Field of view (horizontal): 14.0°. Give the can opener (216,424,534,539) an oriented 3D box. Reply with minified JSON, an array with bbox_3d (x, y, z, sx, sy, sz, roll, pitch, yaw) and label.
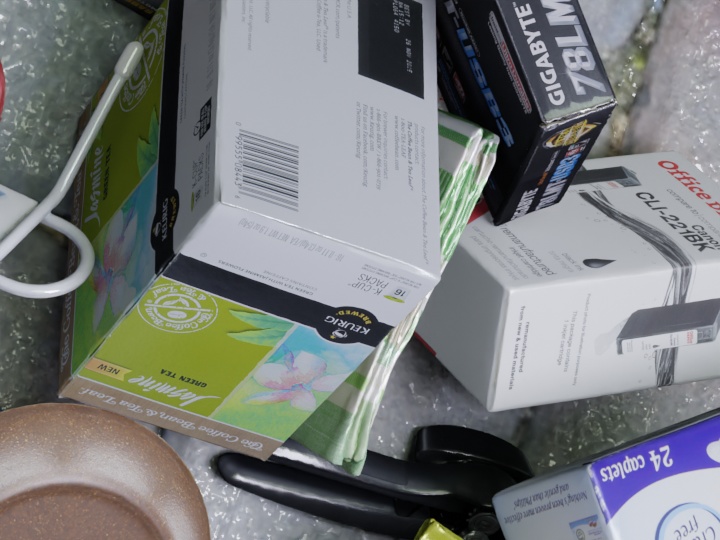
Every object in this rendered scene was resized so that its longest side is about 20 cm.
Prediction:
[{"bbox_3d":[0.011,0.128,1.704,0.200,0.079,0.063,9,120,-21],"label":"can opener"}]

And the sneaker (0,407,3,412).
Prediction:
[{"bbox_3d":[-0.242,0.046,1.574,0.200,0.076,0.077,41,74,-17],"label":"sneaker"}]

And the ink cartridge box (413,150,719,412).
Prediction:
[{"bbox_3d":[0.134,0.003,1.709,0.200,0.144,0.084,-6,120,-27],"label":"ink cartridge box"}]

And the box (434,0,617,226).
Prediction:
[{"bbox_3d":[0.069,-0.144,1.585,0.050,0.199,0.200,-20,80,-9],"label":"box"}]

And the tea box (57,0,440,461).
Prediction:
[{"bbox_3d":[-0.060,-0.041,1.568,0.133,0.197,0.200,18,48,-22],"label":"tea box"}]

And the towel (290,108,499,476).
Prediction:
[{"bbox_3d":[0.000,0.000,1.622,0.023,0.153,0.200,20,95,-31],"label":"towel"}]

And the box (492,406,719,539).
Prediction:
[{"bbox_3d":[0.198,0.180,1.579,0.184,0.105,0.200,-18,85,-32],"label":"box"}]

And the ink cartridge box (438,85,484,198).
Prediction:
[{"bbox_3d":[0.061,-0.137,1.726,0.117,0.067,0.200,7,81,-5],"label":"ink cartridge box"}]

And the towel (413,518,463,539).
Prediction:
[{"bbox_3d":[0.096,0.221,1.587,0.200,0.018,0.086,35,71,-17],"label":"towel"}]

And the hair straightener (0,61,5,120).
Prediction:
[{"bbox_3d":[-0.240,-0.149,1.556,0.077,0.041,0.200,-5,46,-14],"label":"hair straightener"}]

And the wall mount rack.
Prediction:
[{"bbox_3d":[-0.214,-0.073,1.562,0.200,0.075,0.174,25,44,14],"label":"wall mount rack"}]

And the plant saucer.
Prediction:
[{"bbox_3d":[-0.170,0.170,1.572,0.200,0.037,0.201,-8,114,-19],"label":"plant saucer"}]

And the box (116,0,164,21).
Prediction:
[{"bbox_3d":[-0.122,-0.237,1.676,0.200,0.048,0.159,29,72,-19],"label":"box"}]
